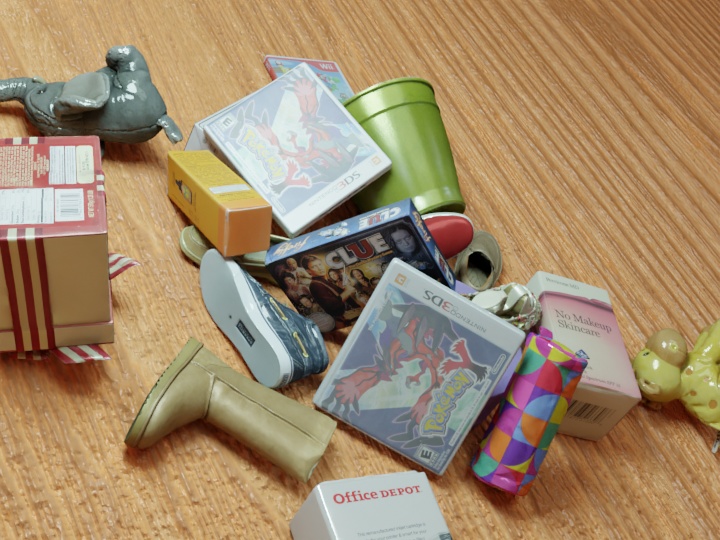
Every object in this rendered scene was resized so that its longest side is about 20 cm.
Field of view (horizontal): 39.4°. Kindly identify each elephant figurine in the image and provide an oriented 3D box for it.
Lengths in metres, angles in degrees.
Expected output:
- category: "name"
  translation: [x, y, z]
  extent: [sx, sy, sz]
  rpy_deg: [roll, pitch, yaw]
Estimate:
- category: "elephant figurine"
  translation: [-0.367, -0.206, 1.313]
  extent: [0.199, 0.154, 0.143]
  rpy_deg: [-26, 109, -35]

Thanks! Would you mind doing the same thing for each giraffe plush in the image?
- category: "giraffe plush"
  translation: [0.478, 0.151, 1.498]
  extent: [0.161, 0.173, 0.202]
  rpy_deg: [18, 75, -2]

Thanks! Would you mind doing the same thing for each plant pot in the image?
- category: "plant pot"
  translation: [0.058, -0.145, 1.483]
  extent: [0.199, 0.200, 0.194]
  rpy_deg: [-9, 66, -39]

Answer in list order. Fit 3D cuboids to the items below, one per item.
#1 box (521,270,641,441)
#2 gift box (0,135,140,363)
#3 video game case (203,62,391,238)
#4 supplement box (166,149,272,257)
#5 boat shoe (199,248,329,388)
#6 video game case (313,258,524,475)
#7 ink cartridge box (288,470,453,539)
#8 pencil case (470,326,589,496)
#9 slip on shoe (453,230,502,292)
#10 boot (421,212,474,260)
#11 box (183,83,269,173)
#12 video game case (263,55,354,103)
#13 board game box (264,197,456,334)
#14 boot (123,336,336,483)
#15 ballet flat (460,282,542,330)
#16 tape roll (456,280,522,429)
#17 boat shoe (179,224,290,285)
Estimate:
- category: "box"
  translation: [0.292, 0.119, 1.412]
  extent: [0.127, 0.109, 0.201]
  rpy_deg: [15, 43, -20]
- category: "gift box"
  translation: [-0.334, -0.015, 1.065]
  extent: [0.198, 0.188, 0.186]
  rpy_deg: [1, 45, -13]
- category: "video game case"
  translation: [-0.086, -0.169, 1.382]
  extent: [0.182, 0.023, 0.200]
  rpy_deg: [-36, 77, -20]
- category: "supplement box"
  translation: [-0.184, -0.091, 1.283]
  extent: [0.068, 0.067, 0.200]
  rpy_deg: [-11, 32, -31]
- category: "boat shoe"
  translation: [-0.120, 0.056, 1.241]
  extent: [0.090, 0.071, 0.201]
  rpy_deg: [-7, 56, -48]
- category: "video game case"
  translation: [0.069, 0.116, 1.196]
  extent: [0.181, 0.201, 0.023]
  rpy_deg: [29, 9, -4]
- category: "ink cartridge box"
  translation: [0.029, 0.322, 1.046]
  extent: [0.144, 0.085, 0.201]
  rpy_deg: [1, 50, -33]
- category: "pencil case"
  translation: [0.208, 0.174, 1.237]
  extent: [0.088, 0.202, 0.088]
  rpy_deg: [24, 4, -2]
- category: "slip on shoe"
  translation: [0.176, -0.007, 1.502]
  extent: [0.076, 0.061, 0.200]
  rpy_deg: [34, 39, 2]
- category: "boot"
  translation: [0.066, -0.022, 1.335]
  extent: [0.198, 0.073, 0.144]
  rpy_deg: [-16, 11, -3]
- category: "box"
  translation: [-0.151, -0.191, 1.473]
  extent: [0.116, 0.060, 0.200]
  rpy_deg: [38, 40, 7]
- category: "video game case"
  translation: [-0.063, -0.278, 1.656]
  extent: [0.142, 0.018, 0.201]
  rpy_deg: [-2, 50, -35]
- category: "board game box"
  translation: [0.000, 0.000, 1.235]
  extent: [0.136, 0.198, 0.035]
  rpy_deg: [56, 27, -33]
- category: "boot"
  translation: [-0.136, 0.173, 1.105]
  extent: [0.199, 0.066, 0.176]
  rpy_deg: [33, 39, -2]
- category: "ballet flat"
  translation: [0.183, 0.049, 1.315]
  extent: [0.199, 0.064, 0.076]
  rpy_deg: [-16, 58, -43]
- category: "tape roll"
  translation: [0.107, 0.107, 1.321]
  extent: [0.198, 0.085, 0.201]
  rpy_deg: [19, 40, -17]
- category: "boat shoe"
  translation: [-0.135, -0.027, 1.312]
  extent: [0.199, 0.063, 0.074]
  rpy_deg: [19, 41, -17]
